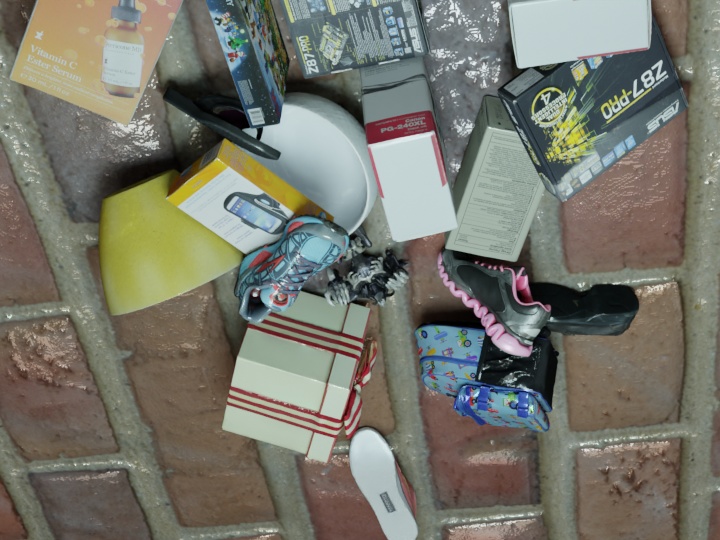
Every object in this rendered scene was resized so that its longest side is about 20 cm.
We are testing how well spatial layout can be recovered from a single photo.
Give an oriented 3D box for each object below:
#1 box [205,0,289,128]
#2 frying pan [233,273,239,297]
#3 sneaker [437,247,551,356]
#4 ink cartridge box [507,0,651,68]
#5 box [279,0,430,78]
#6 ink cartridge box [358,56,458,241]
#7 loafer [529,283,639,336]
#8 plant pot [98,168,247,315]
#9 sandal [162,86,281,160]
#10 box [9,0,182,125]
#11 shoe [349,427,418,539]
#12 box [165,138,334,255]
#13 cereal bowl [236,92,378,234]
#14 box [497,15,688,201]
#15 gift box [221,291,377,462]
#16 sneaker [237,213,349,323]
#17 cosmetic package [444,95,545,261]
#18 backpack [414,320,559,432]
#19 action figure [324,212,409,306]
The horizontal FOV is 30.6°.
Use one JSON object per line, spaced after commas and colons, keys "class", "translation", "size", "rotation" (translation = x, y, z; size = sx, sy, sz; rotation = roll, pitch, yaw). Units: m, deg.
{"class": "box", "translation": [-0.130, -0.285, 1.511], "size": [0.037, 0.137, 0.201], "rotation": [-8, 131, 11]}
{"class": "frying pan", "translation": [-0.127, -0.040, 1.793], "size": [0.114, 0.031, 0.191], "rotation": [0, 134, 5]}
{"class": "sneaker", "translation": [0.182, 0.021, 1.750], "size": [0.079, 0.200, 0.096], "rotation": [7, 124, -48]}
{"class": "ink cartridge box", "translation": [0.230, -0.320, 1.429], "size": [0.144, 0.201, 0.083], "rotation": [-7, 133, 8]}
{"class": "box", "translation": [-0.016, -0.329, 1.529], "size": [0.160, 0.049, 0.201], "rotation": [-11, 130, 9]}
{"class": "ink cartridge box", "translation": [0.056, -0.157, 1.577], "size": [0.083, 0.201, 0.146], "rotation": [-12, 130, 7]}
{"class": "loafer", "translation": [0.288, 0.066, 1.849], "size": [0.198, 0.073, 0.073], "rotation": [3, 136, 1]}
{"class": "plant pot", "translation": [-0.260, -0.048, 1.708], "size": [0.199, 0.200, 0.143], "rotation": [-19, 99, 17]}
{"class": "sandal", "translation": [-0.165, -0.189, 1.586], "size": [0.075, 0.200, 0.048], "rotation": [29, 92, -53]}
{"class": "box", "translation": [-0.300, -0.297, 1.527], "size": [0.151, 0.107, 0.201], "rotation": [20, 129, -15]}
{"class": "shoe", "translation": [0.037, 0.334, 2.090], "size": [0.071, 0.091, 0.201], "rotation": [-22, 98, 5]}
{"class": "box", "translation": [-0.128, -0.071, 1.632], "size": [0.199, 0.042, 0.119], "rotation": [34, 139, -25]}
{"class": "cereal bowl", "translation": [-0.061, -0.138, 1.653], "size": [0.199, 0.083, 0.201], "rotation": [15, 130, 19]}
{"class": "box", "translation": [0.278, -0.204, 1.565], "size": [0.199, 0.049, 0.162], "rotation": [-36, 126, -5]}
{"class": "gift box", "translation": [-0.080, 0.148, 1.863], "size": [0.185, 0.185, 0.201], "rotation": [16, 138, 1]}
{"class": "sneaker", "translation": [-0.083, 0.007, 1.603], "size": [0.079, 0.096, 0.200], "rotation": [29, 142, -23]}
{"class": "cosmetic package", "translation": [0.181, -0.115, 1.691], "size": [0.103, 0.073, 0.201], "rotation": [11, 131, -8]}
{"class": "backpack", "translation": [0.170, 0.142, 1.845], "size": [0.198, 0.136, 0.183], "rotation": [7, 166, 15]}
{"class": "action figure", "translation": [0.000, 0.000, 1.773], "size": [0.118, 0.102, 0.200], "rotation": [-25, 133, 10]}
